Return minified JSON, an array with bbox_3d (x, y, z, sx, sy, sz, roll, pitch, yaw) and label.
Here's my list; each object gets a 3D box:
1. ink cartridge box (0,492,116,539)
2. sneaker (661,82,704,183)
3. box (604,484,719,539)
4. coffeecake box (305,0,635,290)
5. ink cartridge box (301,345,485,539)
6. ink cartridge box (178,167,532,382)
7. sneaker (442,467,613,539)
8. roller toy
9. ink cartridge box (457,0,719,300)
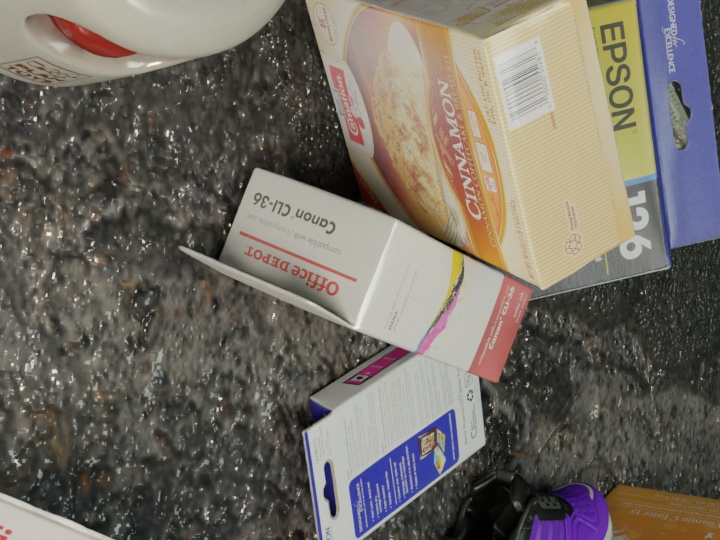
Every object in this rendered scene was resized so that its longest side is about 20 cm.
[{"bbox_3d":[-0.172,0.212,0.750,0.201,0.144,0.085,-59,154,-32],"label":"ink cartridge box"},{"bbox_3d":[0.189,-0.121,1.295,0.076,0.111,0.201,24,40,-39],"label":"sneaker"},{"bbox_3d":[0.218,0.263,1.326,0.200,0.124,0.098,-34,120,-48],"label":"box"},{"bbox_3d":[0.060,-0.097,0.994,0.073,0.200,0.154,-28,119,-21],"label":"coffeecake box"},{"bbox_3d":[0.016,0.108,1.104,0.200,0.037,0.095,-31,119,-51],"label":"ink cartridge box"},{"bbox_3d":[0.000,0.000,0.992,0.200,0.116,0.068,23,88,-53],"label":"ink cartridge box"},{"bbox_3d":[0.122,0.185,1.230,0.200,0.069,0.100,-31,116,-49],"label":"sneaker"},{"bbox_3d":[-0.127,-0.180,0.784,0.200,0.139,0.183,-46,118,-38],"label":"roller toy"},{"bbox_3d":[0.155,-0.086,1.164,0.047,0.198,0.199,-111,-171,-70],"label":"ink cartridge box"}]
